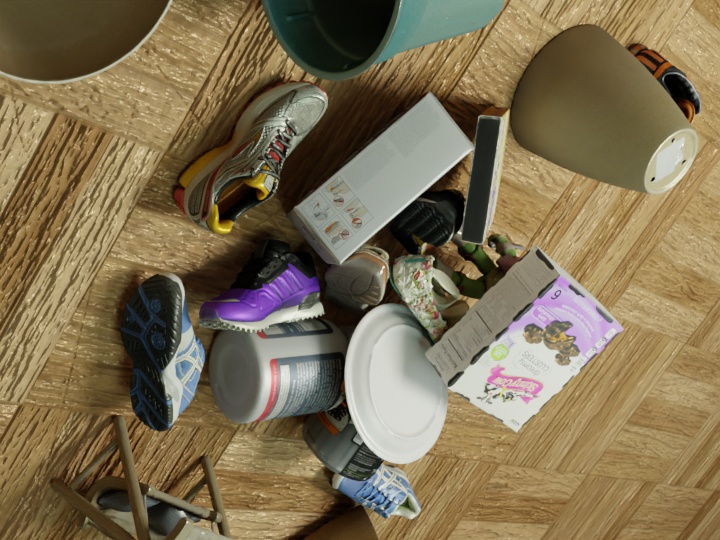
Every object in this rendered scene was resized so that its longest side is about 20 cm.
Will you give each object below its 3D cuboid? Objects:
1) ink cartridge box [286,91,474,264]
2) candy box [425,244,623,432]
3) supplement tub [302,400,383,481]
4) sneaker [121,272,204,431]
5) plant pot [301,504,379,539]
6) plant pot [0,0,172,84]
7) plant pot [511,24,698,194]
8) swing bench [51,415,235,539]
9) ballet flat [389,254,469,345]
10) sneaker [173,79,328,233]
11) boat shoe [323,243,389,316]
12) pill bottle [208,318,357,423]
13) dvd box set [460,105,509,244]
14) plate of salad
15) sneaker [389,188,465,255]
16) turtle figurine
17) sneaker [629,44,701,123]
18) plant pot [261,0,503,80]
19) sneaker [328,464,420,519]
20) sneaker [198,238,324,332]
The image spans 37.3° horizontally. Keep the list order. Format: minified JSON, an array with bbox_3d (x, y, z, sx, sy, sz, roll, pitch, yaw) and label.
[{"bbox_3d":[0.015,-0.100,1.237,0.200,0.084,0.176,-41,-175,-6],"label":"ink cartridge box"},{"bbox_3d":[0.210,0.091,1.365,0.200,0.072,0.167,-46,132,11],"label":"candy box"},{"bbox_3d":[0.018,0.180,1.478,0.122,0.123,0.201,21,108,-49],"label":"supplement tub"},{"bbox_3d":[-0.222,0.085,1.224,0.077,0.075,0.201,-40,147,-50],"label":"sneaker"},{"bbox_3d":[-0.058,0.489,1.654,0.198,0.187,0.187,-20,136,-10],"label":"plant pot"},{"bbox_3d":[-0.258,-0.266,0.835,0.199,0.134,0.201,-24,137,-25],"label":"plant pot"},{"bbox_3d":[0.327,-0.187,1.376,0.186,0.200,0.188,-23,136,-24],"label":"plant pot"},{"bbox_3d":[-0.236,0.311,1.302,0.130,0.200,0.199,-46,141,1],"label":"swing bench"},{"bbox_3d":[0.103,0.048,1.362,0.063,0.076,0.200,-18,140,20],"label":"ballet flat"},{"bbox_3d":[-0.104,-0.117,1.143,0.200,0.082,0.078,-47,141,1],"label":"sneaker"},{"bbox_3d":[0.000,0.000,1.304,0.072,0.075,0.200,-60,-175,-15],"label":"boat shoe"},{"bbox_3d":[-0.078,0.122,1.343,0.199,0.120,0.120,-2,125,-40],"label":"pill bottle"},{"bbox_3d":[0.152,-0.120,1.288,0.200,0.029,0.148,-49,147,-74],"label":"dvd box set"},{"bbox_3d":[0.042,0.143,1.353,0.199,0.048,0.202,14,71,-46],"label":"plate of salad"},{"bbox_3d":[0.097,-0.076,1.318,0.090,0.070,0.200,-43,180,-14],"label":"sneaker"},{"bbox_3d":[0.155,0.016,1.474,0.193,0.200,0.144,35,105,-27],"label":"turtle figurine"},{"bbox_3d":[0.414,-0.210,1.502,0.077,0.112,0.201,-33,139,-14],"label":"sneaker"},{"bbox_3d":[0.036,-0.297,1.039,0.195,0.200,0.202,-18,134,-40],"label":"plant pot"},{"bbox_3d":[0.029,0.336,1.660,0.076,0.077,0.199,-52,139,11],"label":"sneaker"},{"bbox_3d":[-0.118,0.014,1.243,0.200,0.069,0.101,-10,101,-57],"label":"sneaker"}]
